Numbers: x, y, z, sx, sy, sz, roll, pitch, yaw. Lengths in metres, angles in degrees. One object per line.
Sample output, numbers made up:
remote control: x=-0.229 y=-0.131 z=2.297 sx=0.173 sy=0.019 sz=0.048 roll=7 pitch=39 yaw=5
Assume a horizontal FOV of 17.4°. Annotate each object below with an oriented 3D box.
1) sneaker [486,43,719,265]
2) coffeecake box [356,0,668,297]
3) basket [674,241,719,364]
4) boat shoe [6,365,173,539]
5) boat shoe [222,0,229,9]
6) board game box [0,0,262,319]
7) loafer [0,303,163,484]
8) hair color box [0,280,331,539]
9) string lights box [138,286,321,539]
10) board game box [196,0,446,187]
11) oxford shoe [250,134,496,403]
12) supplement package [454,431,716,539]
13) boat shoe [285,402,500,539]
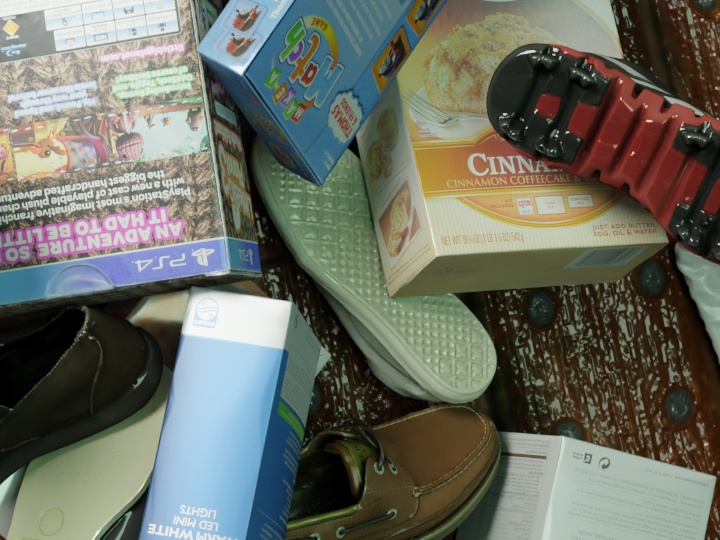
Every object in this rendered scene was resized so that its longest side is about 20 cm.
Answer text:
sneaker: x=0.167 y=-0.065 z=1.300 sx=0.200 sy=0.098 sz=0.071 roll=30 pitch=106 yaw=6
coffeecake box: x=0.078 y=-0.093 z=1.374 sx=0.153 sy=0.073 sz=0.201 roll=-4 pitch=71 yaw=-25
basket: x=0.337 y=0.030 z=1.450 sx=0.161 sy=0.200 sz=0.199 roll=-31 pitch=101 yaw=-24
boat shoe: x=-0.143 y=0.143 z=1.235 sx=0.063 sy=0.074 sz=0.202 roll=50 pitch=55 yaw=-50
boat shoe: x=-0.061 y=-0.173 z=1.344 sx=0.062 sy=0.072 sz=0.200 roll=-30 pitch=96 yaw=-22
board game box: x=-0.149 y=-0.083 z=1.243 sx=0.159 sy=0.097 sz=0.201 roll=-8 pitch=88 yaw=8
loafer: x=-0.204 y=0.070 z=1.234 sx=0.200 sy=0.073 sz=0.071 roll=-30 pitch=133 yaw=4
hair color box: x=-0.123 y=0.088 z=1.311 sx=0.111 sy=0.064 sz=0.200 roll=43 pitch=71 yaw=-16
string lights box: x=-0.071 y=0.120 z=1.225 sx=0.059 sy=0.103 sz=0.201 roll=9 pitch=76 yaw=10
board game box: x=0.003 y=-0.159 z=1.252 sx=0.037 sy=0.151 sz=0.200 roll=29 pitch=80 yaw=23
oxford shoe: x=0.000 y=0.000 z=1.376 sx=0.075 sy=0.058 sz=0.200 roll=-39 pitch=91 yaw=-29
supplement package: x=0.118 y=0.205 z=1.389 sx=0.109 sy=0.114 sz=0.201 roll=16 pitch=83 yaw=-22
boat shoe: x=0.000 y=0.124 z=1.329 sx=0.200 sy=0.072 sz=0.068 roll=-31 pitch=139 yaw=-26
